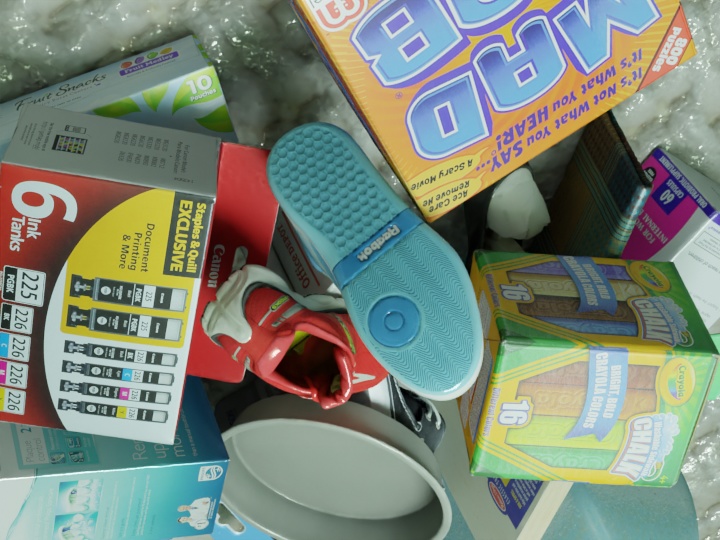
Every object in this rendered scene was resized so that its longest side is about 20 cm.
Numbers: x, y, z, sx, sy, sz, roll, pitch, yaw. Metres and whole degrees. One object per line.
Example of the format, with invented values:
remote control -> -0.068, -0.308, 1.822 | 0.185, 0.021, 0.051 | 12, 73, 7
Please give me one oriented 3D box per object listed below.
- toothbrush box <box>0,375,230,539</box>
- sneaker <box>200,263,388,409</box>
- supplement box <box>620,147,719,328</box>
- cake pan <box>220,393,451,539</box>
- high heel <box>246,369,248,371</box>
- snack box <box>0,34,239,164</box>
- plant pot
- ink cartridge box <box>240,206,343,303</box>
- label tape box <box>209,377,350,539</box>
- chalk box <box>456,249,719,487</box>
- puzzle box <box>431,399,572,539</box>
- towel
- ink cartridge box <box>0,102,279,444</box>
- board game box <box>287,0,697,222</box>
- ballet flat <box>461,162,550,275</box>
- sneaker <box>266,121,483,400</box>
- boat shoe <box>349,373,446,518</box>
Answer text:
toothbrush box -> -0.216, 0.129, 1.011 | 0.199, 0.147, 0.086 | -2, 128, -22
sneaker -> -0.031, 0.063, 0.905 | 0.077, 0.085, 0.200 | -52, 149, 9
supplement box -> 0.244, 0.012, 1.159 | 0.103, 0.101, 0.200 | 24, 114, -37
cake pan -> -0.023, 0.163, 1.055 | 0.199, 0.037, 0.201 | 10, 141, 9
high heel -> -0.112, 0.049, 1.026 | 0.199, 0.096, 0.068 | -2, 128, -24
snack box -> -0.182, -0.063, 0.931 | 0.199, 0.053, 0.143 | -22, 131, -6
plant pot -> 0.204, 0.249, 1.268 | 0.196, 0.200, 0.196 | 16, 118, -34
ink cartridge box -> 0.000, 0.000, 1.025 | 0.200, 0.116, 0.068 | 29, 111, -39
label tape box -> -0.057, 0.155, 1.162 | 0.199, 0.066, 0.143 | -30, 132, 4
chalk box -> 0.178, 0.072, 0.970 | 0.199, 0.124, 0.125 | 4, 122, -6
puzzle box -> 0.110, 0.141, 1.135 | 0.025, 0.200, 0.133 | 5, 126, -28
towel -> 0.174, -0.016, 1.075 | 0.022, 0.147, 0.201 | 13, 121, -14
ink cartridge box -> -0.149, 0.009, 0.880 | 0.175, 0.084, 0.201 | 8, 123, -8
board game box -> 0.052, -0.199, 0.829 | 0.199, 0.200, 0.200 | -32, 133, 2
ballet flat -> 0.119, -0.031, 1.081 | 0.068, 0.068, 0.201 | -32, 137, -33
sneaker -> 0.019, 0.005, 0.866 | 0.079, 0.200, 0.131 | -31, 160, -1
boat shoe -> 0.035, 0.127, 1.091 | 0.068, 0.072, 0.201 | -20, 132, -8
